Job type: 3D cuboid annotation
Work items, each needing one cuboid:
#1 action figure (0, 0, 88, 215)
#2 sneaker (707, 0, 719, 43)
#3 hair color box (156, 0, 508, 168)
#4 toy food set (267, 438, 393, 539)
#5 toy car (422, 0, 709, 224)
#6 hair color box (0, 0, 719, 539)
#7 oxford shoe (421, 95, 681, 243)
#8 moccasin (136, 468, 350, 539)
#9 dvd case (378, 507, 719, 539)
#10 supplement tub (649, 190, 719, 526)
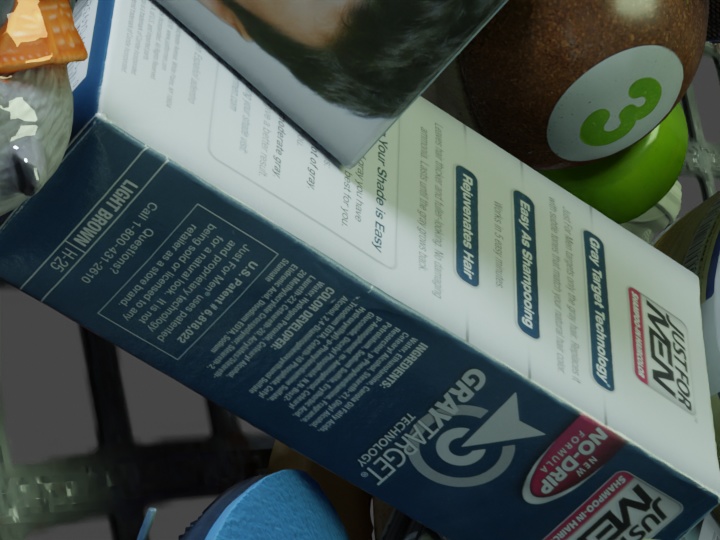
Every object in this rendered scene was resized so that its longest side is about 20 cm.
[{"bbox_3d":[-0.124,-0.092,0.648,0.194,0.104,0.200,62,24,-5],"label":"action figure"},{"bbox_3d":[0.099,-0.161,1.214,0.200,0.075,0.079,49,43,-30],"label":"sneaker"},{"bbox_3d":[-0.040,-0.132,0.752,0.200,0.099,0.061,41,31,-5],"label":"hair color box"},{"bbox_3d":[0.044,0.103,0.955,0.198,0.049,0.200,68,25,-16],"label":"toy food set"},{"bbox_3d":[0.118,-0.108,0.874,0.164,0.199,0.158,43,51,-55],"label":"toy car"},{"bbox_3d":[0.000,0.000,0.795,0.200,0.061,0.100,31,32,-21],"label":"hair color box"},{"bbox_3d":[0.050,-0.036,1.034,0.200,0.075,0.058,30,85,-55],"label":"oxford shoe"},{"bbox_3d":[-0.053,0.113,0.723,0.081,0.068,0.200,60,26,-14],"label":"moccasin"},{"bbox_3d":[0.068,0.097,0.880,0.146,0.022,0.200,55,26,-13],"label":"dvd case"},{"bbox_3d":[0.162,0.031,1.001,0.200,0.144,0.145,135,-55,-75],"label":"supplement tub"}]
